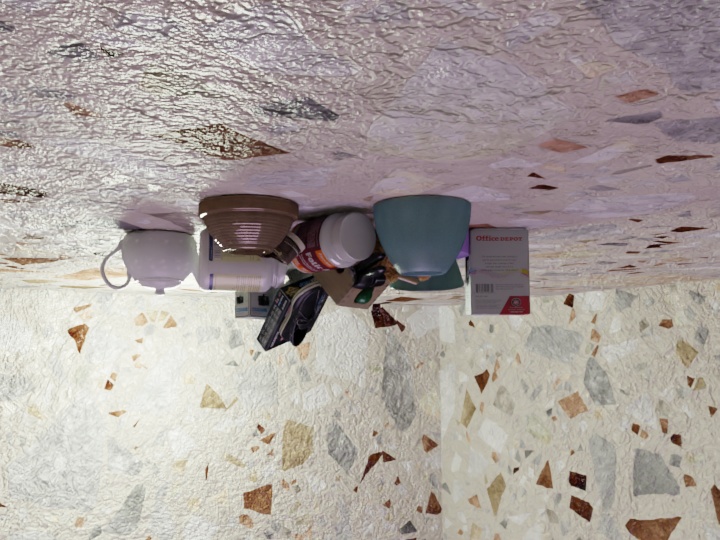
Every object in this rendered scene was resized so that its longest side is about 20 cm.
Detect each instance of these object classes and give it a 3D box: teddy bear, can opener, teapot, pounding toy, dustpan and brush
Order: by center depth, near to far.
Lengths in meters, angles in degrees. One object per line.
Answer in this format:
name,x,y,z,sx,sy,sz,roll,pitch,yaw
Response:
can opener,0.021,-0.005,1.537,0.077,0.065,0.200,-10,168,-12
teddy bear,0.074,-0.040,1.600,0.198,0.067,0.146,30,127,-6
pounding toy,0.000,0.000,1.741,0.143,0.201,0.183,-48,156,15
teapot,-0.495,-0.013,1.779,0.196,0.149,0.197,-2,173,24
dustpan and brush,-0.150,0.001,1.854,0.140,0.057,0.199,-45,170,22

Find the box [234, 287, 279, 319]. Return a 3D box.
box,-0.256,0.021,1.842,0.059,0.205,0.115,-7,169,42

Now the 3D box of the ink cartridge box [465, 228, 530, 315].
ink cartridge box,0.326,0.005,1.745,0.142,0.205,0.083,0,176,-1

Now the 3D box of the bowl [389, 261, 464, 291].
bowl,0.171,-0.012,1.894,0.196,0.107,0.201,-1,-172,0

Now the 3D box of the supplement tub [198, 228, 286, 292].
supplement tub,-0.279,-0.023,1.710,0.196,0.148,0.145,1,173,-14

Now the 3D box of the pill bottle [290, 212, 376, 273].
pill bottle,-0.062,-0.059,1.541,0.113,0.117,0.198,4,172,-36

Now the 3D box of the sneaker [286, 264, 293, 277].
sneaker,-0.151,-0.016,2.106,0.196,0.074,0.112,18,-163,-4

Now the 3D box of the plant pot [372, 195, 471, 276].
plant pot,0.123,-0.061,1.450,0.196,0.138,0.200,-1,174,0

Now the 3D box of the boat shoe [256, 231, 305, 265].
boat shoe,-0.200,-0.057,1.555,0.198,0.060,0.072,18,152,44

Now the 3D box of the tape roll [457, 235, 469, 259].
tape roll,0.158,-0.065,1.719,0.196,0.067,0.200,-1,173,0

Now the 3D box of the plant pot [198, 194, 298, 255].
plant pot,-0.219,-0.083,1.434,0.196,0.095,0.201,-2,174,0

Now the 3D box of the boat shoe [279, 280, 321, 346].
boat shoe,-0.133,0.103,1.712,0.074,0.062,0.201,-17,146,-43

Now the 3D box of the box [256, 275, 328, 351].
box,-0.160,0.100,1.809,0.158,0.046,0.201,-21,151,-43
